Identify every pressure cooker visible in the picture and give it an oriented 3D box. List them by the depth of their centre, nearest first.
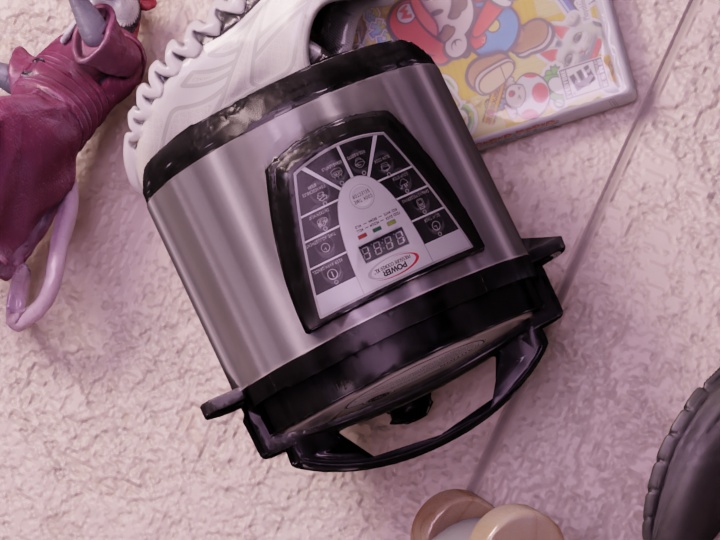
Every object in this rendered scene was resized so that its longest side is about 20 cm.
[{"bbox_3d":[0.001,0.000,1.395,0.176,0.178,0.201,-29,83,37],"label":"pressure cooker"}]

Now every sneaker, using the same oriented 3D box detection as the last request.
[{"bbox_3d":[0.214,0.077,1.372,0.091,0.076,0.200,32,91,15],"label":"sneaker"},{"bbox_3d":[-0.058,-0.111,1.482,0.081,0.075,0.200,44,108,21],"label":"sneaker"}]

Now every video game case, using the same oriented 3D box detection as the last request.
[{"bbox_3d":[0.044,-0.162,1.502,0.181,0.023,0.201,-17,74,13],"label":"video game case"}]

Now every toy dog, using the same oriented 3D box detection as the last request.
[{"bbox_3d":[0.038,0.203,1.389,0.200,0.132,0.096,-41,108,10],"label":"toy dog"}]

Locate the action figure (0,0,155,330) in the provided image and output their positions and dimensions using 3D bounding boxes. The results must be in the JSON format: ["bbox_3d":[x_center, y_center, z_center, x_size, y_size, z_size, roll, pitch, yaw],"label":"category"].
[{"bbox_3d":[-0.167,-0.089,1.502,0.149,0.134,0.200,47,63,-14],"label":"action figure"}]
